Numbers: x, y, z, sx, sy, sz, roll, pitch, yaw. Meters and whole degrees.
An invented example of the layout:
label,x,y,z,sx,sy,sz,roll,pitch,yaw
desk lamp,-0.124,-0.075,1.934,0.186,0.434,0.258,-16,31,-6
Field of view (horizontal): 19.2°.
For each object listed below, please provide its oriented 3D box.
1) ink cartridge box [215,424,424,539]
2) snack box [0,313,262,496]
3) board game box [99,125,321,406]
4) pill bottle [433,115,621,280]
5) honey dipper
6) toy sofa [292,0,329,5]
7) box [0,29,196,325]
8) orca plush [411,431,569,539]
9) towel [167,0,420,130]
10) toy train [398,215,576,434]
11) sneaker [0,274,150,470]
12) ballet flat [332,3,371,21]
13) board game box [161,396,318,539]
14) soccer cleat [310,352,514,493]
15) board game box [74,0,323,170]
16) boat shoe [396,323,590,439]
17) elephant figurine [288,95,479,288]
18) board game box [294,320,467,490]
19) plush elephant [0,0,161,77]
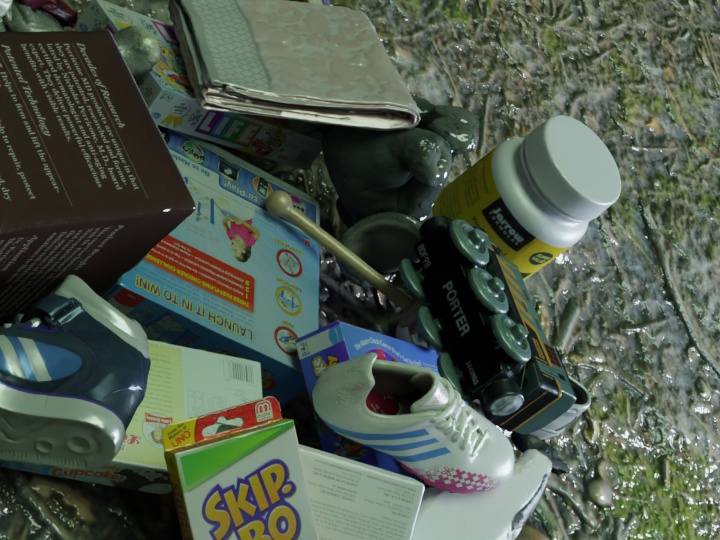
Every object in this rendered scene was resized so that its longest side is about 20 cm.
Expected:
label,x,y,z,sx,sy,sz,roll,pitch,yaw
ink cartridge box,-0.053,0.230,1.566,0.161,0.050,0.200,19,83,-25
snack box,-0.168,0.106,1.590,0.200,0.037,0.116,13,50,-23
board game box,-0.126,-0.012,1.751,0.200,0.056,0.196,28,43,-29
pill bottle,0.134,-0.050,1.939,0.114,0.200,0.114,27,43,-29
honey dipper,0.000,0.000,1.796,0.200,0.038,0.038,37,39,-8
toy sofa,-0.045,-0.214,1.984,0.098,0.083,0.200,12,52,-40
box,-0.266,-0.064,1.553,0.200,0.166,0.164,-9,67,-50
orca plush,0.082,0.194,1.732,0.105,0.071,0.200,47,44,-6
towel,-0.061,-0.185,1.821,0.191,0.032,0.200,6,31,-19
toy train,0.104,0.044,1.753,0.114,0.085,0.200,29,30,-44
sneaker,-0.249,0.060,1.511,0.200,0.081,0.146,12,42,-2
ballet flat,0.006,-0.173,2.017,0.046,0.067,0.200,-7,56,-16
board game box,-0.077,0.196,1.515,0.096,0.030,0.200,-15,93,-26
soccer cleat,0.056,0.118,1.641,0.200,0.086,0.070,22,51,-32
board game box,-0.136,-0.158,1.827,0.200,0.034,0.134,14,29,-48
boat shoe,0.124,0.089,1.922,0.200,0.069,0.072,35,40,-22
elephant figurine,0.034,-0.042,1.852,0.155,0.200,0.141,22,30,32
board game box,0.031,0.125,1.760,0.200,0.045,0.135,20,51,-58
plush elephant,-0.278,-0.223,1.666,0.165,0.155,0.200,29,40,33
